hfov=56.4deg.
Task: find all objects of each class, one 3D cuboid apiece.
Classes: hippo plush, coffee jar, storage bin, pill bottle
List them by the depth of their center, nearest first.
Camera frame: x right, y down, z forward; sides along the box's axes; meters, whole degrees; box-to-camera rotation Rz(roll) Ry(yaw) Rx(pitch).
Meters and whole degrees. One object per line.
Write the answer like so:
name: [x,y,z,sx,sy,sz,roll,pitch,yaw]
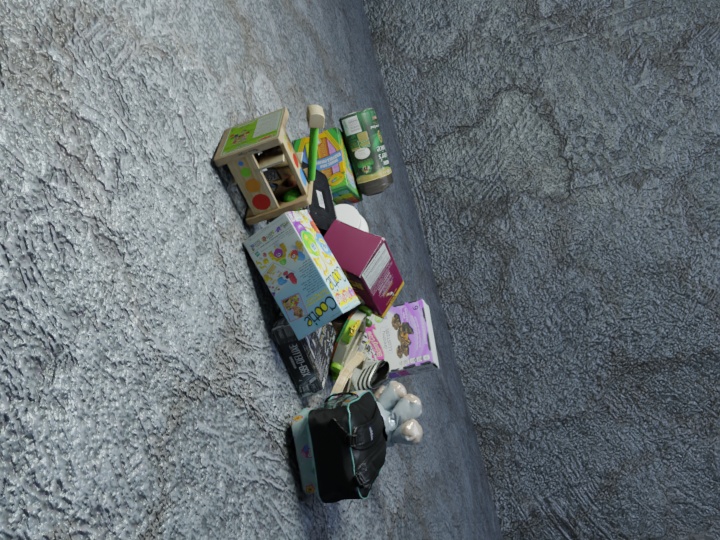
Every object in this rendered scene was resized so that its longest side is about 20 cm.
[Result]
storage bin: [-0.125,-0.140,1.415,0.200,0.093,0.137,9,67,-74]
hippo plush: [0.022,0.323,1.474,0.160,0.199,0.161,19,48,-45]
pill bottle: [-0.031,-0.071,1.603,0.200,0.111,0.114,76,6,-64]
coffee jar: [0.017,-0.284,1.622,0.104,0.084,0.202,-52,127,-70]

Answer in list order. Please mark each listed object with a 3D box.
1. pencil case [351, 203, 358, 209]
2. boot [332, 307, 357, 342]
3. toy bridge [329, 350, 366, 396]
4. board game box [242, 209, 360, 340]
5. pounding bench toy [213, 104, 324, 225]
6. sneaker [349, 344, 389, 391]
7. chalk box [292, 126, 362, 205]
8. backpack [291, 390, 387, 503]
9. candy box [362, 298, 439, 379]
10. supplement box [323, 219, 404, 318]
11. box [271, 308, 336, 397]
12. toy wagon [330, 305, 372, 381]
pencil case: [-0.055,-0.224,1.779,0.083,0.090,0.202,60,20,-46]
boot: [-0.052,0.120,1.546,0.200,0.073,0.076,-62,163,-73]
toy bridge: [-0.033,0.229,1.376,0.200,0.027,0.068,-56,163,-47]
board game box: [-0.104,0.005,1.211,0.201,0.104,0.103,60,19,3]
pounding bench toy: [-0.131,-0.191,1.206,0.125,0.198,0.157,-90,160,-54]
sneaker: [0.019,0.228,1.574,0.201,0.114,0.076,-74,147,-64]
chalk box: [-0.074,-0.220,1.627,0.125,0.123,0.202,28,49,-71]
backpack: [-0.031,0.309,1.218,0.200,0.152,0.178,-16,94,-66]
candy box: [0.086,0.182,1.704,0.072,0.198,0.170,46,32,-62]
supplement box: [0.000,0.000,1.447,0.104,0.130,0.200,-56,150,-17]
box: [-0.106,0.122,1.320,0.201,0.049,0.159,-79,151,-60]
toy wagon: [-0.022,0.150,1.450,0.201,0.039,0.156,88,26,-64]
